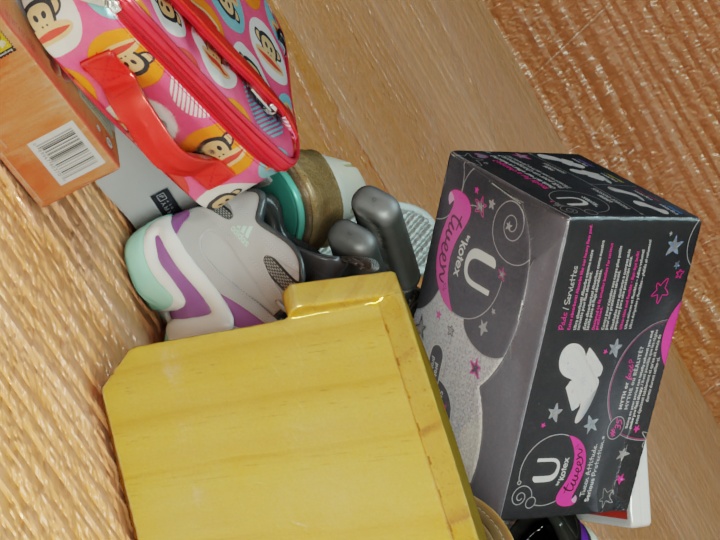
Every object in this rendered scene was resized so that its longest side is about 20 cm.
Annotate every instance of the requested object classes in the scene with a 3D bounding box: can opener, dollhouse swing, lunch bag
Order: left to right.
[{"bbox_3d":[-0.115,-0.132,1.594,0.200,0.082,0.177,45,27,-41],"label":"lunch bag"},{"bbox_3d":[-0.028,0.132,1.565,0.182,0.175,0.201,68,3,-58],"label":"dollhouse swing"},{"bbox_3d":[0.000,0.000,1.795,0.067,0.053,0.200,30,-16,19],"label":"can opener"}]

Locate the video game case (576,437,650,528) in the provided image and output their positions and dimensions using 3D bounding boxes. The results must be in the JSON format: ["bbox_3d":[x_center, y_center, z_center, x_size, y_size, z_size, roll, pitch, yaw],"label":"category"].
[{"bbox_3d":[0.147,0.065,1.885,0.143,0.017,0.201,180,-93,-66],"label":"video game case"}]

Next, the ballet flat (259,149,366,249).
[{"bbox_3d":[-0.035,-0.035,1.802,0.068,0.072,0.200,65,-20,15],"label":"ballet flat"}]

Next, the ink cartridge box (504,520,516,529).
[{"bbox_3d":[0.078,0.146,1.970,0.145,0.083,0.201,-9,97,-78],"label":"ink cartridge box"}]

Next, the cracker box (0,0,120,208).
[{"bbox_3d":[-0.200,-0.152,1.608,0.134,0.057,0.201,54,15,-42],"label":"cracker box"}]

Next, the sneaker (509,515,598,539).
[{"bbox_3d":[0.089,0.238,1.827,0.201,0.069,0.100,-66,158,-16],"label":"sneaker"}]

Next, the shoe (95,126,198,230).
[{"bbox_3d":[-0.128,-0.079,1.755,0.091,0.071,0.201,-103,168,-51],"label":"shoe"}]

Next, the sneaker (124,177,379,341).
[{"bbox_3d":[-0.045,0.038,1.682,0.201,0.139,0.078,65,13,9],"label":"sneaker"}]

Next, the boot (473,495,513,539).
[{"bbox_3d":[0.056,0.186,1.715,0.200,0.076,0.155,55,-5,31],"label":"boot"}]

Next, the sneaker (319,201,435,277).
[{"bbox_3d":[-0.048,-0.026,2.013,0.199,0.104,0.076,17,68,-36],"label":"sneaker"}]

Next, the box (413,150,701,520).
[{"bbox_3d":[0.111,0.038,1.789,0.114,0.201,0.132,1,20,-37],"label":"box"}]
